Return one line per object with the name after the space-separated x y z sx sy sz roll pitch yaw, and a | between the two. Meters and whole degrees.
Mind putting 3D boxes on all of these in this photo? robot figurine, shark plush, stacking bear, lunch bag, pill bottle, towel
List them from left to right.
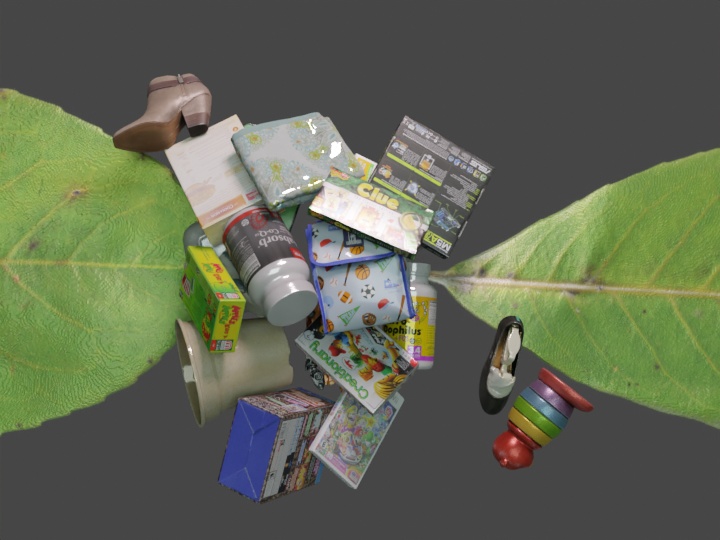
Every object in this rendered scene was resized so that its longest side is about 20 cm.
-0.174 0.034 1.555 0.199 0.091 0.084 18 56 1 | shark plush
-0.156 -0.008 1.489 0.115 0.116 0.200 -27 58 -7 | pill bottle
-0.112 -0.202 1.540 0.199 0.048 0.172 -19 61 -25 | towel
-0.041 0.134 1.642 0.144 0.058 0.201 -6 87 -7 | robot figurine
0.000 0.000 1.505 0.169 0.124 0.201 -9 88 3 | lunch bag
0.093 0.087 1.637 0.104 0.104 0.201 4 86 -6 | pill bottle
0.336 0.300 1.655 0.114 0.121 0.200 38 91 -5 | stacking bear

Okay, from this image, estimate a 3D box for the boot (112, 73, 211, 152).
-0.376 -0.302 1.601 0.199 0.070 0.147 -12 55 -18 | boot

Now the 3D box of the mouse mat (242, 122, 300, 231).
-0.187 -0.173 1.669 0.160 0.008 0.201 21 86 -5 | mouse mat

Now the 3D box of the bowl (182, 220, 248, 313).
-0.230 -0.021 1.619 0.199 0.075 0.201 -19 90 -5 | bowl

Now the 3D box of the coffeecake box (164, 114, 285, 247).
-0.252 -0.168 1.584 0.153 0.073 0.201 -27 63 -6 | coffeecake box

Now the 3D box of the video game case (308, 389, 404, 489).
-0.003 0.286 1.593 0.143 0.018 0.201 49 61 -35 | video game case

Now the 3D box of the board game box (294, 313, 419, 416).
-0.007 0.154 1.566 0.200 0.035 0.126 41 75 15 | board game box

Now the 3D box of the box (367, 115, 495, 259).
0.119 -0.152 1.572 0.199 0.048 0.194 29 85 -5 | box

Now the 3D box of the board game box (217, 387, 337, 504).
-0.143 0.307 1.527 0.096 0.200 0.160 18 96 27 | board game box

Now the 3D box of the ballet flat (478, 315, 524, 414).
0.278 0.185 1.671 0.068 0.068 0.201 13 86 -6 | ballet flat

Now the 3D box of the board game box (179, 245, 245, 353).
-0.262 0.047 1.488 0.047 0.200 0.102 1 117 -29 | board game box

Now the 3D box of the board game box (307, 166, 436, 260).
0.020 -0.099 1.464 0.199 0.024 0.105 23 55 6 | board game box

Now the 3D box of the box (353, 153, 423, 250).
0.050 -0.128 1.640 0.199 0.112 0.102 26 82 -6 | box

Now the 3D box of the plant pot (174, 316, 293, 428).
-0.228 0.167 1.566 0.183 0.200 0.202 -13 88 -19 | plant pot
